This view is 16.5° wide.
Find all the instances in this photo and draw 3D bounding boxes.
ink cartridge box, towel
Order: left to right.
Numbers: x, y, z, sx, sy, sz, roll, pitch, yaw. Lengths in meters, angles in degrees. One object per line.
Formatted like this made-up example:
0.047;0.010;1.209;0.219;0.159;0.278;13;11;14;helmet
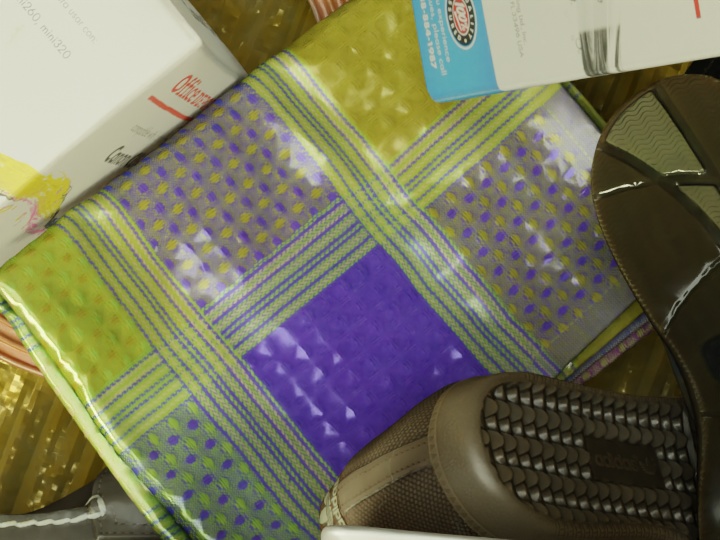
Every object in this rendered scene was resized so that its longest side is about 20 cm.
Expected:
-0.104;-0.051;0.761;0.200;0.116;0.068;-40;87;3;ink cartridge box
0.000;0.000;0.775;0.200;0.023;0.144;-36;89;-19;towel
0.089;-0.116;0.697;0.066;0.200;0.117;-12;95;-31;ink cartridge box

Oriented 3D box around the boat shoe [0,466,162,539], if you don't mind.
-0.049;0.081;0.803;0.200;0.072;0.061;0;85;-4;boat shoe

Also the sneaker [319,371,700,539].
0.072;0.077;0.765;0.075;0.200;0.071;-26;56;36;sneaker

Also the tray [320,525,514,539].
0.044;0.113;0.733;0.107;0.200;0.022;4;70;3;tray

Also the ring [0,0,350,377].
-0.075;-0.060;0.827;0.199;0.019;0.202;0;89;3;ring

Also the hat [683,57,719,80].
0.196;-0.027;0.781;0.199;0.081;0.202;1;94;20;hat

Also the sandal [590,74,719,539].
0.126;0.038;0.745;0.081;0.055;0.201;-27;74;15;sandal
